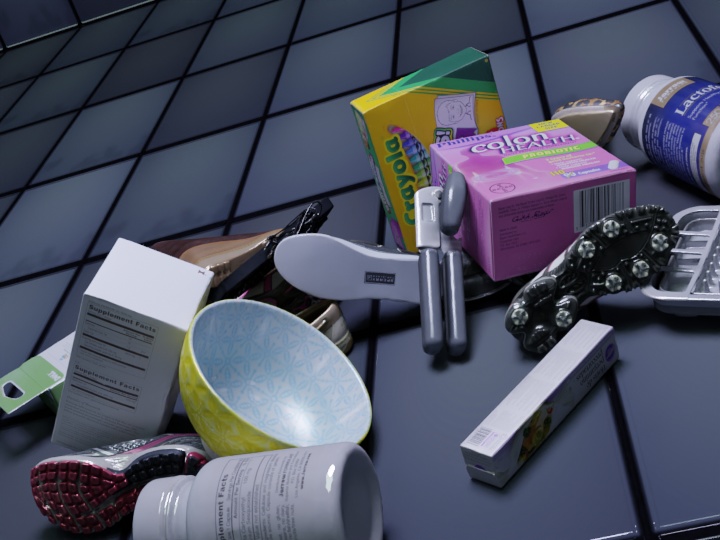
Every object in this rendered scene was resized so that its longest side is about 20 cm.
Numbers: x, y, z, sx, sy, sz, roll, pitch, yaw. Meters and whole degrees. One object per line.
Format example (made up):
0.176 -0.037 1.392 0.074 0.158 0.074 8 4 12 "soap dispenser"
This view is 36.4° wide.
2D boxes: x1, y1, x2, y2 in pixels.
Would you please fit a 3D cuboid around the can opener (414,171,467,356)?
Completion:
0.087 -0.009 1.176 0.052 0.067 0.203 3 66 -7 "can opener"

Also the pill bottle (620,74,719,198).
0.395 -0.160 1.275 0.114 0.117 0.200 -26 28 -11 "pill bottle"

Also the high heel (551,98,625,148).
0.306 -0.207 1.407 0.142 0.072 0.200 -41 5 -24 "high heel"

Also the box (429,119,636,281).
0.194 -0.087 1.265 0.173 0.098 0.200 -12 26 -12 "box"

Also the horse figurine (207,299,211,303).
-0.249 0.033 1.392 0.131 0.051 0.200 4 18 -28 "horse figurine"

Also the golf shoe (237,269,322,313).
-0.095 0.025 1.324 0.199 0.073 0.092 -34 29 -23 "golf shoe"

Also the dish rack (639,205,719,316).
0.391 -0.004 1.081 0.197 0.044 0.172 0 33 34 "dish rack"

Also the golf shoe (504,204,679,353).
0.227 -0.003 1.111 0.199 0.078 0.088 -37 7 13 "golf shoe"

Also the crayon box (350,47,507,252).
0.098 -0.146 1.357 0.171 0.202 0.058 -26 28 -11 "crayon box"

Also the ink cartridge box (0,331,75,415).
-0.341 0.125 1.325 0.199 0.060 0.103 -34 30 -25 "ink cartridge box"

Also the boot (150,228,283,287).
-0.158 -0.028 1.428 0.197 0.074 0.166 -12 19 -29 "boot"

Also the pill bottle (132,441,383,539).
-0.088 0.215 0.939 0.197 0.116 0.115 -10 29 20 "pill bottle"

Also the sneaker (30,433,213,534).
-0.235 0.209 1.099 0.196 0.082 0.075 -7 15 9 "sneaker"

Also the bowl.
-0.098 0.136 1.069 0.108 0.198 0.201 -56 14 27 "bowl"

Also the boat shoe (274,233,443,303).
0.000 0.000 1.232 0.196 0.070 0.057 11 9 -5 "boat shoe"

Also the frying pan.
0.147 0.009 1.241 0.114 0.031 0.190 -28 26 -10 "frying pan"

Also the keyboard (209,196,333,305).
-0.094 -0.011 1.270 0.040 0.104 0.200 41 53 8 "keyboard"

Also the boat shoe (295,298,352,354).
-0.107 0.092 1.222 0.197 0.066 0.072 -23 28 -5 "boat shoe"

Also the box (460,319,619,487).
0.169 0.120 1.015 0.041 0.039 0.200 12 42 44 "box"

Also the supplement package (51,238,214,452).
-0.238 0.090 1.143 0.108 0.202 0.114 19 31 -3 "supplement package"
